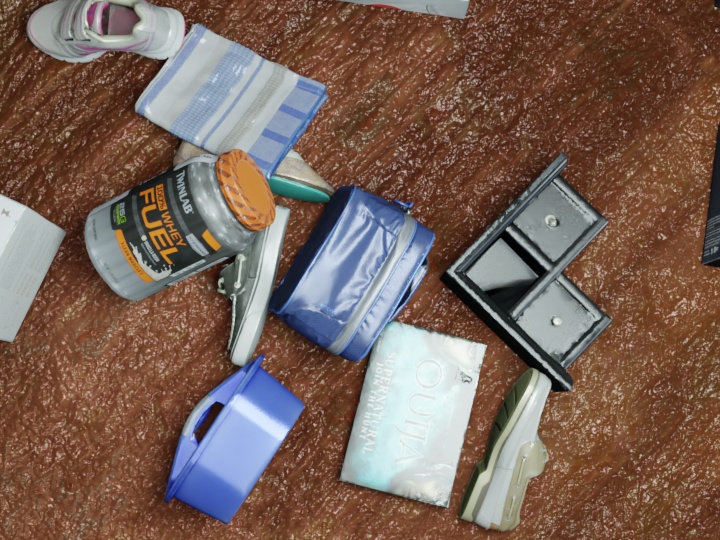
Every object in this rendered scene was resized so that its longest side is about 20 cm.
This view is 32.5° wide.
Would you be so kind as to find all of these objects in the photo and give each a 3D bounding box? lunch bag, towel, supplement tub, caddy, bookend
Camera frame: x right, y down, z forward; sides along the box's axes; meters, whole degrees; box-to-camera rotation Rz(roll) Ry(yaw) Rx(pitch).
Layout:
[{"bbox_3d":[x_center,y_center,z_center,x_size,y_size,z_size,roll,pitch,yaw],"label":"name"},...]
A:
[{"bbox_3d":[0.000,0.000,1.437,0.132,0.136,0.200,32,89,-11],"label":"lunch bag"},{"bbox_3d":[-0.156,-0.206,1.486,0.200,0.024,0.147,28,70,15],"label":"towel"},{"bbox_3d":[-0.206,-0.056,1.424,0.200,0.123,0.123,-25,84,18],"label":"supplement tub"},{"bbox_3d":[-0.150,0.191,1.416,0.105,0.141,0.200,34,84,-2],"label":"caddy"},{"bbox_3d":[0.234,0.005,1.463,0.199,0.092,0.200,-45,87,-5],"label":"bookend"}]

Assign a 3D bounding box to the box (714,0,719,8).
[{"bbox_3d":[0.501,-0.411,1.439,0.117,0.200,0.197,8,95,4],"label":"box"}]

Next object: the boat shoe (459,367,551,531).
[{"bbox_3d":[0.183,0.211,1.442,0.068,0.075,0.200,22,105,-2],"label":"boat shoe"}]

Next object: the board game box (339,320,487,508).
[{"bbox_3d":[0.063,0.169,1.476,0.135,0.028,0.201,14,84,2],"label":"board game box"}]

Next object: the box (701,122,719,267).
[{"bbox_3d":[0.526,-0.085,1.470,0.199,0.104,0.183,9,85,0],"label":"box"}]

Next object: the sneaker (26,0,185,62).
[{"bbox_3d":[-0.317,-0.300,1.486,0.199,0.088,0.082,0,83,16],"label":"sneaker"}]

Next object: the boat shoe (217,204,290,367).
[{"bbox_3d":[-0.136,0.014,1.475,0.063,0.071,0.201,13,76,0],"label":"boat shoe"}]

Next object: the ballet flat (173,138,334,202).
[{"bbox_3d":[-0.125,-0.132,1.491,0.199,0.068,0.067,10,76,-1],"label":"ballet flat"}]

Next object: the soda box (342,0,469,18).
[{"bbox_3d":[0.038,-0.362,1.514,0.199,0.068,0.064,8,82,0],"label":"soda box"}]

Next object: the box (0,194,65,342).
[{"bbox_3d":[-0.435,-0.013,1.406,0.106,0.200,0.153,25,83,2],"label":"box"}]
